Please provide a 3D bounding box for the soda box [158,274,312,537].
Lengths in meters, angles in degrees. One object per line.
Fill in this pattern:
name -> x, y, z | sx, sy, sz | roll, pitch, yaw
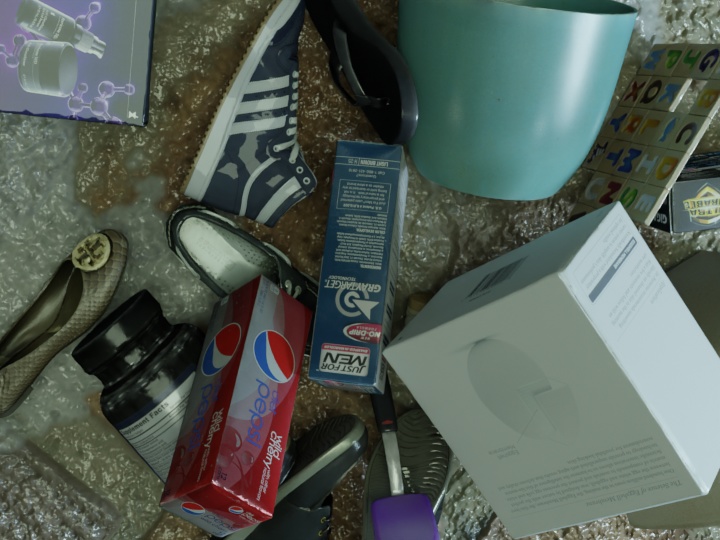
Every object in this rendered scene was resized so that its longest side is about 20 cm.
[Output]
soda box -> -0.096, 0.107, 0.913 | 0.070, 0.202, 0.063 | -28, 128, 37

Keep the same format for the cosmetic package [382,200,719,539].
cosmetic package -> 0.163, 0.086, 0.907 | 0.201, 0.198, 0.123 | 56, 45, -7

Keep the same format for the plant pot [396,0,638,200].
plant pot -> 0.120, -0.154, 0.957 | 0.198, 0.201, 0.163 | 4, 111, -9

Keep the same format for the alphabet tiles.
alphabet tiles -> 0.246, -0.110, 0.989 | 0.007, 0.167, 0.201 | 30, 93, -17

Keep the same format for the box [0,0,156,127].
box -> -0.240, -0.228, 0.946 | 0.139, 0.079, 0.203 | 4, 97, -12

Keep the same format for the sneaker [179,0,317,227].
sneaker -> -0.069, -0.135, 0.987 | 0.108, 0.070, 0.202 | 26, 98, -8

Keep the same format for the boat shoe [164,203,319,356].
boat shoe -> -0.091, 0.015, 1.008 | 0.199, 0.060, 0.076 | 33, 87, -13

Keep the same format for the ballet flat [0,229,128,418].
ballet flat -> -0.275, 0.043, 0.981 | 0.200, 0.067, 0.046 | -49, 137, 4

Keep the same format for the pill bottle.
pill bottle -> -0.155, 0.119, 0.987 | 0.112, 0.112, 0.201 | -39, 101, -2

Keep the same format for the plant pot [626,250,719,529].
plant pot -> 0.337, 0.109, 0.996 | 0.198, 0.176, 0.202 | -26, 102, -27

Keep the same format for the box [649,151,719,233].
box -> 0.336, -0.076, 1.011 | 0.197, 0.159, 0.047 | -7, 101, -8

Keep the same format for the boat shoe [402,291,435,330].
boat shoe -> 0.130, 0.078, 1.050 | 0.198, 0.074, 0.070 | 17, 103, -6

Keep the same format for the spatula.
spatula -> 0.028, 0.161, 1.008 | 0.056, 0.021, 0.202 | -7, 60, -6

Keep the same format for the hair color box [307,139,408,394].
hair color box -> 0.000, 0.000, 0.971 | 0.060, 0.100, 0.203 | 5, 80, 7

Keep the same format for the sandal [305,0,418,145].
sandal -> -0.010, -0.179, 0.951 | 0.042, 0.076, 0.201 | -17, 58, -22

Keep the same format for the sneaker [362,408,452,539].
sneaker -> 0.034, 0.235, 1.053 | 0.074, 0.107, 0.202 | 14, 67, 5

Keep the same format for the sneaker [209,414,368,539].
sneaker -> -0.040, 0.222, 1.028 | 0.106, 0.075, 0.200 | 41, 110, -11
